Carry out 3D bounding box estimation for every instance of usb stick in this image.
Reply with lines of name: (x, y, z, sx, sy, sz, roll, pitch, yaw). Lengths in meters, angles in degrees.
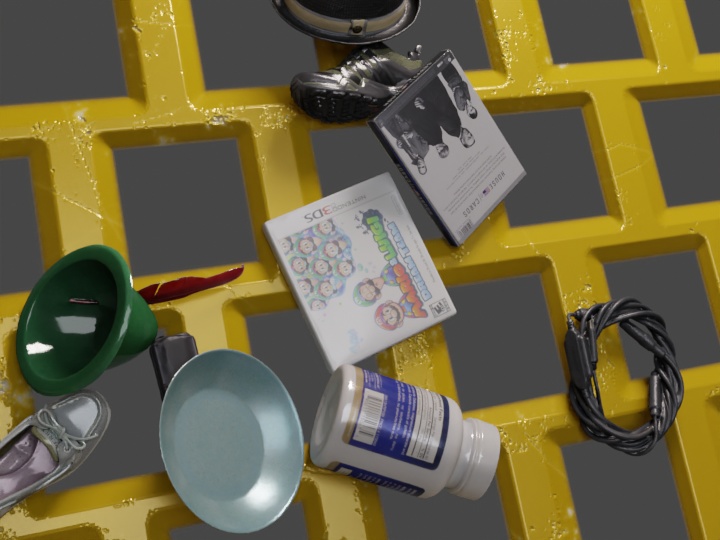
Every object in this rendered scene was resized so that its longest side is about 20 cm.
usb stick: (-0.191, 0.168, 1.126, 0.055, 0.033, 0.202, -11, 79, -27)

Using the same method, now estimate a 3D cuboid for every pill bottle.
pill bottle: (0.052, 0.192, 1.147, 0.198, 0.120, 0.121, 20, 71, -12)

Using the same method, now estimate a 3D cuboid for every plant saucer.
plant saucer: (-0.148, 0.189, 1.104, 0.200, 0.039, 0.203, 22, 58, -39)

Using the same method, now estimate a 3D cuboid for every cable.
cable: (0.344, 0.138, 1.294, 0.161, 0.051, 0.202, -6, 75, -23)

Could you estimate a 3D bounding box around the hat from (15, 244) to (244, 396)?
hat: (-0.254, 0.073, 1.127, 0.176, 0.199, 0.167, 31, 44, -53)

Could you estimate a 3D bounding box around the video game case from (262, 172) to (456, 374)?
video game case: (0.000, 0.000, 1.232, 0.181, 0.024, 0.202, -24, 84, -21)

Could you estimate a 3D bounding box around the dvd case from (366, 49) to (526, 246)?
dvd case: (0.114, -0.155, 1.273, 0.150, 0.025, 0.201, -45, 112, -22)

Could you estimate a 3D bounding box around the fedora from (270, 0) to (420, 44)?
fedora: (-0.016, -0.375, 1.259, 0.198, 0.092, 0.202, 5, 54, -7)

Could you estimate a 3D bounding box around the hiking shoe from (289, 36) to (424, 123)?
hiking shoe: (-0.003, -0.248, 1.278, 0.198, 0.076, 0.102, -3, 68, -27)

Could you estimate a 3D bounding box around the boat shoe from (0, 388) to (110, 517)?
boat shoe: (-0.349, 0.199, 1.052, 0.201, 0.065, 0.075, -36, 88, -22)
